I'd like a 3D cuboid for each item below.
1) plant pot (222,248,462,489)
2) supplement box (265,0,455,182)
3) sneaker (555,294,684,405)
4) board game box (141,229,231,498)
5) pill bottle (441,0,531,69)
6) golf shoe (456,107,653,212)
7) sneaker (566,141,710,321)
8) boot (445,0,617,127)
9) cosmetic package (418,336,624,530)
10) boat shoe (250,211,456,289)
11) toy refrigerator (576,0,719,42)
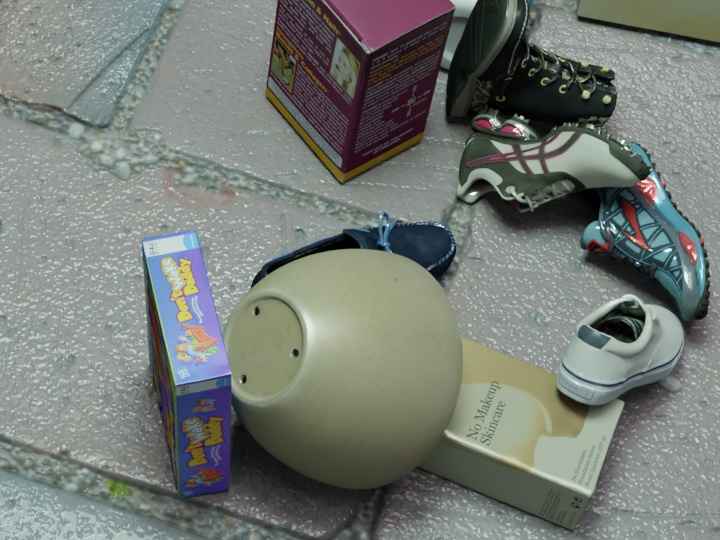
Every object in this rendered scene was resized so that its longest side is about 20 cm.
[{"bbox_3d":[-0.036,0.072,1.535,0.134,0.200,0.201,15,43,-51],"label":"plant pot"},{"bbox_3d":[-0.005,-0.200,1.740,0.103,0.200,0.131,-29,67,-24],"label":"supplement box"},{"bbox_3d":[0.237,0.057,1.643,0.073,0.071,0.200,29,26,19],"label":"sneaker"},{"bbox_3d":[-0.140,0.079,1.536,0.045,0.200,0.135,-10,59,-11],"label":"board game box"},{"bbox_3d":[0.120,-0.301,1.877,0.110,0.111,0.200,14,56,0],"label":"pill bottle"},{"bbox_3d":[0.177,-0.089,1.741,0.200,0.077,0.088,12,71,43],"label":"golf shoe"},{"bbox_3d":[0.252,-0.024,1.751,0.095,0.079,0.200,-19,53,-9],"label":"sneaker"},{"bbox_3d":[0.171,-0.193,1.766,0.153,0.204,0.074,8,69,-8],"label":"boot"},{"bbox_3d":[0.113,0.130,1.621,0.199,0.071,0.105,21,57,5],"label":"cosmetic package"},{"bbox_3d":[0.000,0.000,1.689,0.200,0.069,0.084,-23,63,-22],"label":"boat shoe"},{"bbox_3d":[0.324,-0.285,1.926,0.199,0.070,0.076,10,49,-3],"label":"toy refrigerator"}]
